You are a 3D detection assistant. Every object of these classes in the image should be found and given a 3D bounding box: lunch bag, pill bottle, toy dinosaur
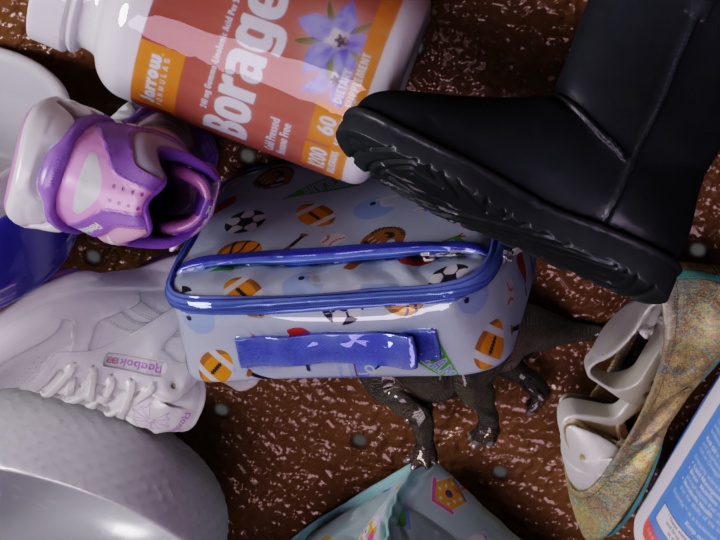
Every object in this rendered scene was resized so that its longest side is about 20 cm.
[{"bbox_3d":[0.000,0.000,1.271,0.198,0.161,0.076,-4,118,17],"label":"lunch bag"},{"bbox_3d":[-0.071,-0.129,1.243,0.199,0.112,0.113,20,122,2],"label":"pill bottle"},{"bbox_3d":[0.021,0.231,1.422,0.170,0.122,0.200,42,130,-12],"label":"lunch bag"},{"bbox_3d":[0.053,0.049,1.336,0.198,0.077,0.103,-7,124,20],"label":"toy dinosaur"},{"bbox_3d":[0.241,0.095,1.294,0.112,0.112,0.201,25,123,-1],"label":"pill bottle"}]

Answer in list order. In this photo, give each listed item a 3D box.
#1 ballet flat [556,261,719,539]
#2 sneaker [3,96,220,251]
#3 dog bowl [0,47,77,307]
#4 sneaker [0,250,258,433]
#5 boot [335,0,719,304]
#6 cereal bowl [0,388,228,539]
[{"bbox_3d":[0.149,0.072,1.321,0.070,0.071,0.201,26,125,-2],"label":"ballet flat"},{"bbox_3d":[-0.111,-0.046,1.250,0.088,0.200,0.081,16,99,16],"label":"sneaker"},{"bbox_3d":[-0.255,-0.050,1.282,0.198,0.200,0.079,6,122,10],"label":"dog bowl"},{"bbox_3d":[-0.138,0.047,1.307,0.075,0.199,0.100,-39,70,50],"label":"sneaker"},{"bbox_3d":[0.103,-0.096,1.194,0.199,0.076,0.169,24,78,-10],"label":"boot"},{"bbox_3d":[-0.169,0.123,1.402,0.199,0.084,0.200,13,155,6],"label":"cereal bowl"}]
